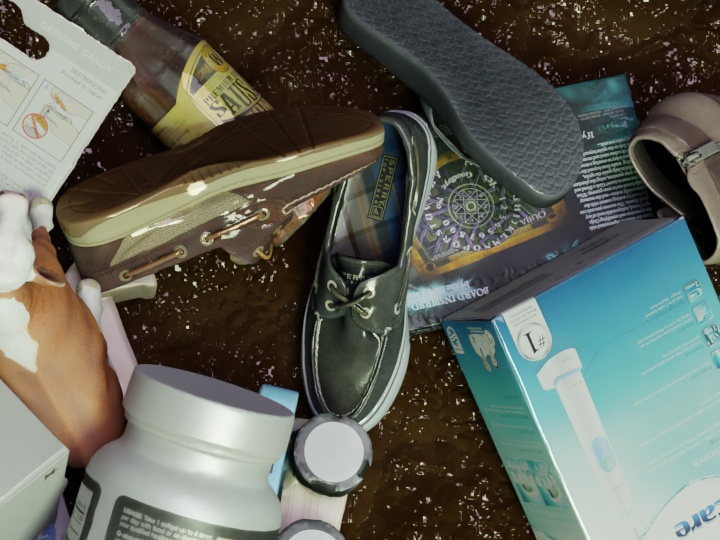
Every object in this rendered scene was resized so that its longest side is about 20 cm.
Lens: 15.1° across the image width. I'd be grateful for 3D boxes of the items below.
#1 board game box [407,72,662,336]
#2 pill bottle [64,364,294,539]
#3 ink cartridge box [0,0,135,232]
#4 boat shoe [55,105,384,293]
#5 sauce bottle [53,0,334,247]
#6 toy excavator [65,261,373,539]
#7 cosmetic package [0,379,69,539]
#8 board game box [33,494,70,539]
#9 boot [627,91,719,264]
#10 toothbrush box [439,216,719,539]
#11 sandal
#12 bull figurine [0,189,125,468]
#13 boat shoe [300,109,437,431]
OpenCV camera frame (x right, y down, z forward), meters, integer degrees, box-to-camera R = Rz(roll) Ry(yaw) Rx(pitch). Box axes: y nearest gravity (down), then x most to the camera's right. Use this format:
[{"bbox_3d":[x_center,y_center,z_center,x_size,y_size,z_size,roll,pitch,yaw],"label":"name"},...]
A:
[{"bbox_3d":[0.093,-0.041,1.715,0.199,0.028,0.136,-12,84,-19],"label":"board game box"},{"bbox_3d":[-0.108,0.161,1.501,0.116,0.116,0.201,16,95,-13],"label":"pill bottle"},{"bbox_3d":[-0.242,-0.086,1.559,0.160,0.050,0.201,33,107,-8],"label":"ink cartridge box"},{"bbox_3d":[-0.077,-0.038,1.596,0.199,0.072,0.072,-21,119,-11],"label":"boat shoe"},{"bbox_3d":[-0.102,-0.103,1.649,0.200,0.066,0.066,44,71,-7],"label":"sauce bottle"},{"bbox_3d":[-0.095,0.098,1.606,0.198,0.100,0.196,13,75,-5],"label":"toy excavator"},{"bbox_3d":[-0.259,0.075,1.518,0.085,0.108,0.200,-38,73,-26],"label":"cosmetic package"},{"bbox_3d":[-0.244,0.227,1.557,0.198,0.043,0.201,-17,85,-19],"label":"board game box"},{"bbox_3d":[0.254,-0.030,1.711,0.200,0.070,0.146,50,37,15],"label":"boot"},{"bbox_3d":[0.162,0.088,1.666,0.146,0.085,0.201,-28,98,-19],"label":"toothbrush box"},{"bbox_3d":[0.065,-0.111,1.690,0.076,0.043,0.200,-27,62,-32],"label":"sandal"},{"bbox_3d":[-0.181,0.022,1.508,0.065,0.201,0.122,-14,39,3],"label":"bull figurine"},{"bbox_3d":[0.000,0.000,1.642,0.068,0.057,0.202,10,90,14],"label":"boat shoe"}]
